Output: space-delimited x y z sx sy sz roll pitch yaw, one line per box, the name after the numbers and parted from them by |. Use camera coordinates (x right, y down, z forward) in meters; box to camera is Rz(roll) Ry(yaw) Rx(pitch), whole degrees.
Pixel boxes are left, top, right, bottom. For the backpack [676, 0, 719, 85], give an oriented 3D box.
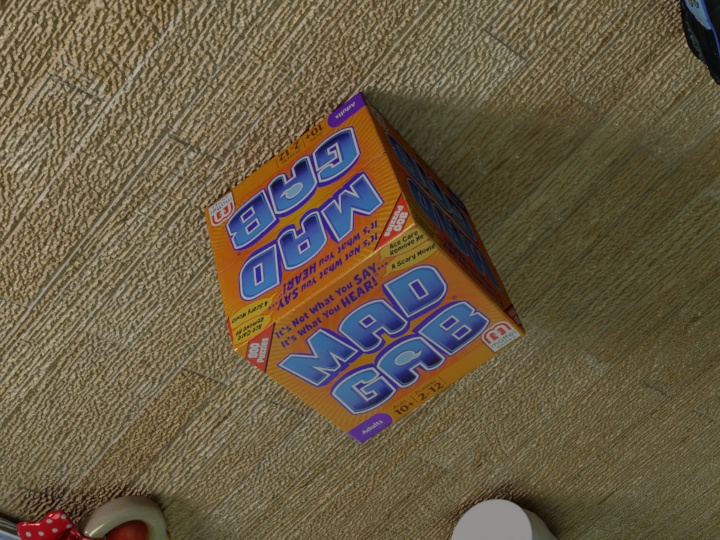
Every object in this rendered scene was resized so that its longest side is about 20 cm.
0.357 -0.282 0.986 0.182 0.135 0.200 -30 134 10 | backpack

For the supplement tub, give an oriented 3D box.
0.223 0.419 1.577 0.140 0.141 0.200 -31 133 11 | supplement tub

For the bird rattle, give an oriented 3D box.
-0.316 0.333 1.367 0.163 0.113 0.201 -38 132 -17 | bird rattle

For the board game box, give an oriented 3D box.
0.000 0.000 1.080 0.199 0.200 0.200 -35 133 15 | board game box

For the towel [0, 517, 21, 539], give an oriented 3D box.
-0.490 0.358 1.366 0.200 0.024 0.147 -37 134 19 | towel
